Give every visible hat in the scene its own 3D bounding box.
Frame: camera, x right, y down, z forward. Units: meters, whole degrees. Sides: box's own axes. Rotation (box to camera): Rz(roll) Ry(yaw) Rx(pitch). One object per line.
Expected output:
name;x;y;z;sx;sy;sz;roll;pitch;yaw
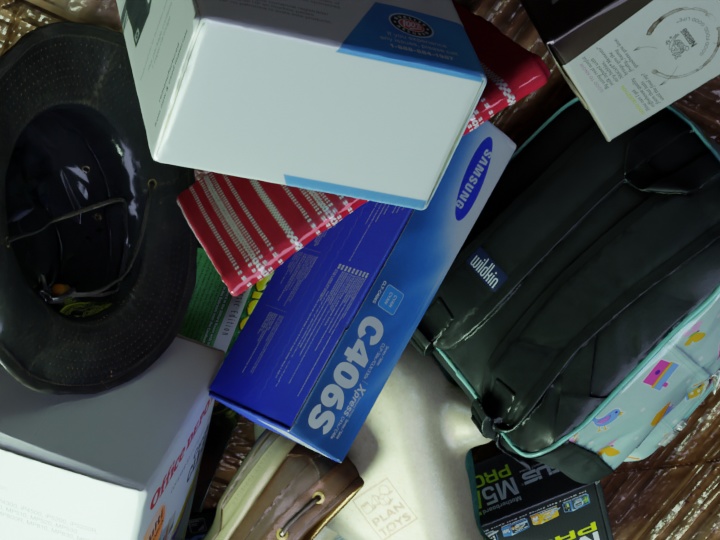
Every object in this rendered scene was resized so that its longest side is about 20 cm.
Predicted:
hat;-0.172;-0.034;1.150;0.200;0.081;0.202;-8;101;-50

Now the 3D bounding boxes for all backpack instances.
backpack;0.144;0.003;1.214;0.200;0.176;0.153;-49;144;16

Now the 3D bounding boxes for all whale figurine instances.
whale figurine;0.027;0.119;1.277;0.159;0.104;0.200;-37;88;25

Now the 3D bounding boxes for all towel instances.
towel;-0.001;-0.068;1.121;0.200;0.145;0.023;-35;114;-1

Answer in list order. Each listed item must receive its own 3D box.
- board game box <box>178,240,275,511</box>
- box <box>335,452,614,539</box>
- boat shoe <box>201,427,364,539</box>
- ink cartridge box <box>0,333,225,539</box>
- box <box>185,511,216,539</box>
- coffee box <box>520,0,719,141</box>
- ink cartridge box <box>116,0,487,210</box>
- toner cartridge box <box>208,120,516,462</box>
board game box;-0.116;0.062;1.281;0.104;0.024;0.201;12;123;-20
box;0.065;0.186;1.377;0.199;0.044;0.160;-21;148;0
boat shoe;-0.069;0.182;1.220;0.067;0.072;0.201;32;97;8
ink cartridge box;-0.178;0.136;1.213;0.144;0.145;0.201;17;124;6
box;-0.137;0.254;1.403;0.199;0.050;0.199;-10;128;-10
coffee box;0.184;-0.174;1.131;0.199;0.113;0.080;-32;128;8
ink cartridge box;-0.039;-0.131;1.046;0.144;0.200;0.084;9;125;-21
toner cartridge box;0.000;0.000;1.167;0.043;0.095;0.201;34;81;-34
